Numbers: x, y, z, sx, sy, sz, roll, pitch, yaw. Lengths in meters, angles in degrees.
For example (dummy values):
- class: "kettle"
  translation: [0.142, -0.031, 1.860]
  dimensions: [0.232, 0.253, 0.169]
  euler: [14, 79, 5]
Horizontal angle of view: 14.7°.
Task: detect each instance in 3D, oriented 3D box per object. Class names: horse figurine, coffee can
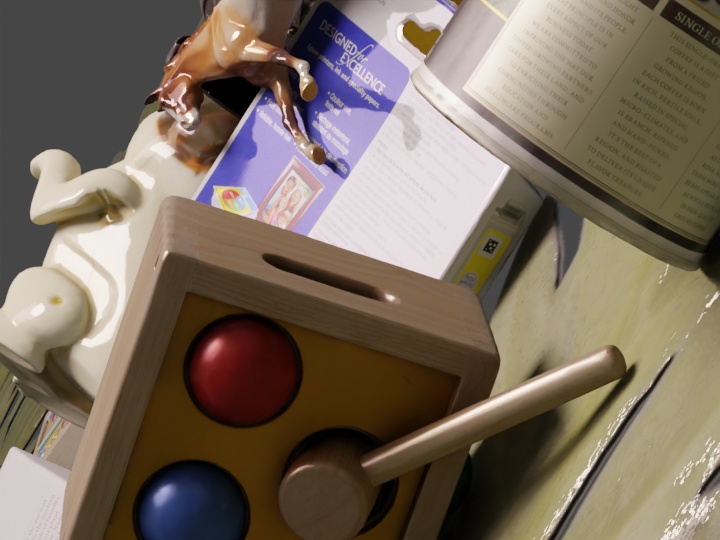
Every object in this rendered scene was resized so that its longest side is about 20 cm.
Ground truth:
- class: "horse figurine"
  translation: [-0.044, -0.152, 1.495]
  dimensions: [0.132, 0.050, 0.201]
  euler: [40, 121, 48]
- class: "coffee can"
  translation: [0.134, -0.122, 1.141]
  dimensions: [0.200, 0.146, 0.146]
  euler: [-56, 12, 10]

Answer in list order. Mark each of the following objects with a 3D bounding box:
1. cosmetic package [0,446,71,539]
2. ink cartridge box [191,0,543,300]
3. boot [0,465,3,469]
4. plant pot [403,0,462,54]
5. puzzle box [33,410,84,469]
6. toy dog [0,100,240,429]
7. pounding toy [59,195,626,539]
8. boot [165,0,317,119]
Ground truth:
- class: "cosmetic package"
  translation: [-0.134, 0.177, 1.473]
  dimensions: [0.200, 0.071, 0.102]
  euler: [24, 89, 52]
- class: "ink cartridge box"
  translation: [0.009, -0.051, 1.486]
  dimensions: [0.200, 0.047, 0.198]
  euler: [-56, 45, 10]
- class: "boot"
  translation: [-0.197, 0.193, 1.635]
  dimensions: [0.132, 0.199, 0.070]
  euler: [-49, 33, 27]
- class: "plant pot"
  translation: [0.083, -0.223, 1.543]
  dimensions: [0.176, 0.200, 0.200]
  euler: [-45, 8, -17]
- class: "puzzle box"
  translation: [-0.219, 0.092, 2.371]
  dimensions: [0.200, 0.025, 0.133]
  euler: [-53, 13, 22]
- class: "toy dog"
  translation: [-0.122, -0.011, 1.631]
  dimensions: [0.193, 0.140, 0.200]
  euler: [20, 72, 42]
- class: "pounding toy"
  translation: [-0.013, 0.071, 1.241]
  dimensions: [0.142, 0.199, 0.185]
  euler: [-102, 30, -74]
- class: "boot"
  translation: [-0.021, -0.110, 1.650]
  dimensions: [0.174, 0.199, 0.069]
  euler: [-95, 27, -67]
